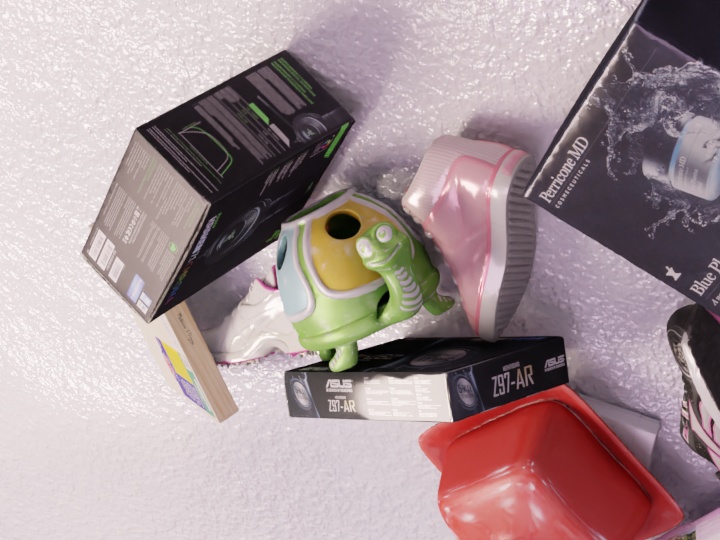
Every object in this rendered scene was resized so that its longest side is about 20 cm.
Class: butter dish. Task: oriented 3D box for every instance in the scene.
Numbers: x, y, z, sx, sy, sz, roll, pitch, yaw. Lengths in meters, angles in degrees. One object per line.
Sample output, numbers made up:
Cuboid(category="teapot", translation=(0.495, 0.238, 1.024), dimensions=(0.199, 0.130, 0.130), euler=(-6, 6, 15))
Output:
Cuboid(category="butter dish", translation=(0.154, 0.225, 1.538), dimensions=(0.200, 0.148, 0.199), euler=(47, 133, -14))

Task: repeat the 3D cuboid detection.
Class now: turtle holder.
Cuboid(category="turtle holder", translation=(-0.009, 0.004, 1.455), dimensions=(0.141, 0.186, 0.132), euler=(-26, 98, 9))

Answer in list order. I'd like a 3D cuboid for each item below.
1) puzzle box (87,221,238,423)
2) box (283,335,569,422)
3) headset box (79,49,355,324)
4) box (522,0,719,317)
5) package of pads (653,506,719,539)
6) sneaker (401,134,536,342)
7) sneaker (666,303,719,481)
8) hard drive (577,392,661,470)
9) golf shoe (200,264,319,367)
Cuboid(category="puzzle box", translation=(-0.193, 0.047, 1.651), dimensions=(0.133, 0.025, 0.200), euler=(26, 144, 57))
Cuboid(category="box", translation=(0.057, 0.094, 1.484), dimensions=(0.200, 0.160, 0.044), euler=(-3, 97, 46))
Cuboid(category="headset box", translation=(-0.118, -0.074, 1.439), dimensions=(0.093, 0.200, 0.174), euler=(45, 137, 11))
Cuboid(category="box", translation=(0.259, -0.096, 1.256), dimensions=(0.200, 0.117, 0.197), euler=(32, 137, 3))
Cuboid(category="package of pads", translation=(0.331, 0.283, 1.557), dimensions=(0.120, 0.076, 0.200), euler=(20, 143, -26))
Cuboid(category="sneaker", translation=(0.091, -0.033, 1.442), dimensions=(0.105, 0.075, 0.200), euler=(21, 137, 22))
Cuboid(category="sneaker", translation=(0.304, 0.121, 1.453), dimensions=(0.086, 0.080, 0.200), euler=(-8, 118, 47))
Cuboid(category="hard drive", translation=(0.175, 0.160, 1.595), dimensions=(0.200, 0.027, 0.132), euler=(18, 134, 15))
Cuboid(category="golf shoe", translation=(-0.085, 0.041, 1.620), dimensions=(0.200, 0.075, 0.092), euler=(-12, 97, 40))
